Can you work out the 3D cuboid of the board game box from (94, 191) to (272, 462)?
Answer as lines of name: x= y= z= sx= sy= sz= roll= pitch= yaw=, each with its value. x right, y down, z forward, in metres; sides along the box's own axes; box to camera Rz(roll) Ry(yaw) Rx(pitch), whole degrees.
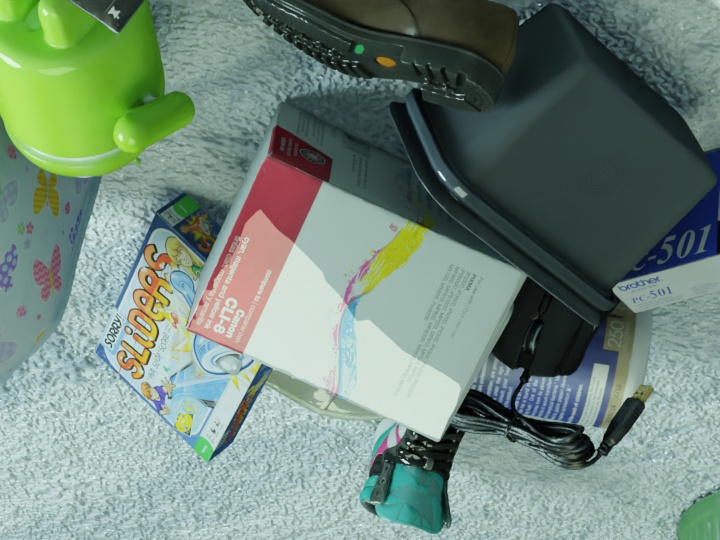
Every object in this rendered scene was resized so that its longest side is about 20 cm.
board game box: x=-0.130 y=0.048 z=1.844 sx=0.135 sy=0.034 sz=0.200 roll=43 pitch=141 yaw=12

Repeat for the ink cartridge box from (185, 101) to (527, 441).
ink cartridge box: x=0.000 y=0.000 z=1.647 sx=0.199 sy=0.145 sz=0.145 roll=24 pitch=107 yaw=-6

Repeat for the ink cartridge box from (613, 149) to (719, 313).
ink cartridge box: x=0.270 y=-0.040 z=1.640 sx=0.199 sy=0.094 sz=0.044 roll=-17 pitch=139 yaw=33

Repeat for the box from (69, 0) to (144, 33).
box: x=-0.137 y=-0.260 z=1.337 sx=0.141 sy=0.079 sz=0.200 roll=34 pitch=106 yaw=-28

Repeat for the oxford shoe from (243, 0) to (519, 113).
oxford shoe: x=0.013 y=-0.171 z=1.535 sx=0.199 sy=0.085 sz=0.073 roll=20 pitch=165 yaw=17

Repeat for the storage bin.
storage bin: x=0.138 y=-0.084 z=1.589 sx=0.134 sy=0.146 sz=0.200 roll=-41 pitch=127 yaw=16

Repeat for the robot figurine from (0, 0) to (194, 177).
robot figurine: x=-0.193 y=-0.143 z=1.575 sx=0.175 sy=0.116 sz=0.200 roll=25 pitch=152 yaw=17

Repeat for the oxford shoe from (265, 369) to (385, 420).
oxford shoe: x=-0.042 y=0.067 z=1.896 sx=0.199 sy=0.075 sz=0.058 roll=22 pitch=148 yaw=-10

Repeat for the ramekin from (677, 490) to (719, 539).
ramekin: x=0.381 y=0.280 z=2.089 sx=0.199 sy=0.098 sz=0.200 roll=6 pitch=147 yaw=4

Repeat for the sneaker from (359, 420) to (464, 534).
sneaker: x=0.055 y=0.156 z=1.960 sx=0.083 sy=0.121 sz=0.200 roll=17 pitch=146 yaw=-11

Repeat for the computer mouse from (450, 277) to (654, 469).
computer mouse: x=0.157 y=0.046 z=1.683 sx=0.140 sy=0.200 sz=0.046 roll=24 pitch=155 yaw=30

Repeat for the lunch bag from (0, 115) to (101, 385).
lunch bag: x=-0.287 y=-0.039 z=1.677 sx=0.126 sy=0.201 sz=0.170 roll=-7 pitch=144 yaw=22

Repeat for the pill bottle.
pill bottle: x=0.117 y=0.051 z=1.794 sx=0.199 sy=0.116 sz=0.116 roll=9 pitch=147 yaw=-1

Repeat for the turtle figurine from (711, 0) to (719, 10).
turtle figurine: x=0.176 y=-0.231 z=1.335 sx=0.193 sy=0.145 sz=0.200 roll=24 pitch=148 yaw=-28
